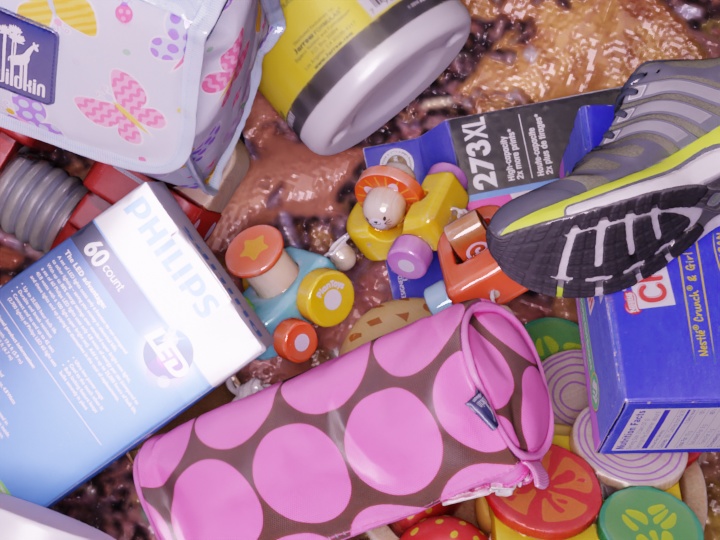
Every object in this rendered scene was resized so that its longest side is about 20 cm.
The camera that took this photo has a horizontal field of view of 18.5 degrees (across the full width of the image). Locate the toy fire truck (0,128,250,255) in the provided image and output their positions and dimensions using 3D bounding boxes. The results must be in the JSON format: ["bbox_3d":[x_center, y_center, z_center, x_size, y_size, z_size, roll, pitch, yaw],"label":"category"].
[{"bbox_3d":[-0.180,-0.034,1.163,0.176,0.129,0.200,33,93,5],"label":"toy fire truck"}]

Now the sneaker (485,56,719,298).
[{"bbox_3d":[0.139,-0.053,1.065,0.200,0.074,0.081,-24,55,-24],"label":"sneaker"}]

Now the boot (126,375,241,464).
[{"bbox_3d":[-0.085,0.104,1.152,0.073,0.075,0.201,-19,79,-2],"label":"boot"}]

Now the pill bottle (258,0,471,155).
[{"bbox_3d":[-0.044,-0.170,1.183,0.114,0.114,0.200,-39,81,-7],"label":"pill bottle"}]

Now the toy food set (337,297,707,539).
[{"bbox_3d":[0.086,0.095,1.122,0.197,0.049,0.200,5,41,-8],"label":"toy food set"}]

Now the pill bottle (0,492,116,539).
[{"bbox_3d":[-0.183,0.207,1.022,0.111,0.111,0.201,20,86,4],"label":"pill bottle"}]

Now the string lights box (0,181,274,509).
[{"bbox_3d":[-0.153,0.054,1.092,0.200,0.059,0.103,-35,90,3],"label":"string lights box"}]

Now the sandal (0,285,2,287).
[{"bbox_3d":[-0.230,0.102,1.166,0.079,0.059,0.207,36,60,-10],"label":"sandal"}]

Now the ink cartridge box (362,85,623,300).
[{"bbox_3d":[0.107,-0.044,1.201,0.199,0.037,0.095,-11,79,0],"label":"ink cartridge box"}]

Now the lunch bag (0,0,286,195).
[{"bbox_3d":[-0.135,-0.119,1.027,0.169,0.200,0.128,21,82,3],"label":"lunch bag"}]

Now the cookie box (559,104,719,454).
[{"bbox_3d":[0.211,0.002,1.116,0.199,0.075,0.172,0,62,-7],"label":"cookie box"}]

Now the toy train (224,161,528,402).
[{"bbox_3d":[0.000,0.000,1.125,0.200,0.150,0.056,-27,121,16],"label":"toy train"}]

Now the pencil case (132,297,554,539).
[{"bbox_3d":[-0.008,0.089,1.049,0.200,0.091,0.094,-24,85,26],"label":"pencil case"}]
